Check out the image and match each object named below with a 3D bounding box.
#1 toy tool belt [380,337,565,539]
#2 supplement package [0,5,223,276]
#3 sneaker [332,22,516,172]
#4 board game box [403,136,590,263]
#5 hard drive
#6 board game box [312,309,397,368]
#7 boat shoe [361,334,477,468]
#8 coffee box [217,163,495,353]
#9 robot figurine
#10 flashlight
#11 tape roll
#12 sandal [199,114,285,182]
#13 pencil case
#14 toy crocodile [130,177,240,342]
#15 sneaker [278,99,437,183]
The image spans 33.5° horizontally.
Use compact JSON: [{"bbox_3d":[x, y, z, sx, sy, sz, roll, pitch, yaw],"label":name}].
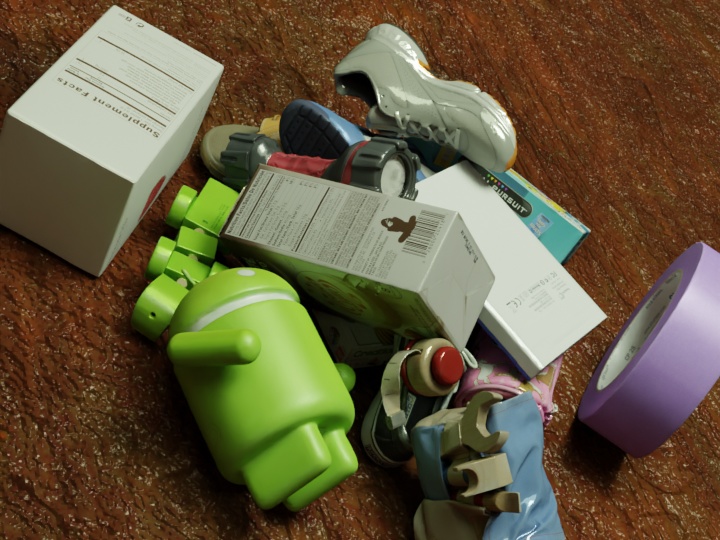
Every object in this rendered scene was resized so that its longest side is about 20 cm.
[{"bbox_3d":[0.105,0.146,0.934,0.124,0.122,0.201,-17,94,-42],"label":"toy tool belt"},{"bbox_3d":[-0.223,-0.117,1.049,0.119,0.122,0.200,29,41,-4],"label":"supplement package"},{"bbox_3d":[0.056,-0.146,1.139,0.200,0.076,0.092,39,61,19],"label":"sneaker"},{"bbox_3d":[0.146,-0.085,1.248,0.200,0.047,0.151,40,10,9],"label":"board game box"},{"bbox_3d":[0.123,-0.005,1.089,0.200,0.025,0.132,49,41,11],"label":"hard drive"},{"bbox_3d":[0.000,0.000,1.137,0.126,0.035,0.201,-4,52,-34],"label":"board game box"},{"bbox_3d":[0.060,0.075,1.037,0.073,0.068,0.200,38,53,-13],"label":"boat shoe"},{"bbox_3d":[-0.003,-0.011,1.004,0.199,0.114,0.080,15,68,31],"label":"coffee box"},{"bbox_3d":[-0.079,0.085,0.937,0.175,0.115,0.201,22,35,-58],"label":"robot figurine"},{"bbox_3d":[-0.042,-0.093,1.073,0.199,0.068,0.068,13,-15,38],"label":"flashlight"},{"bbox_3d":[0.284,0.074,1.112,0.065,0.201,0.200,33,40,4],"label":"tape roll"},{"bbox_3d":[-0.068,-0.124,1.203,0.199,0.054,0.081,1,49,-30],"label":"sandal"},{"bbox_3d":[0.151,0.075,1.120,0.086,0.083,0.200,39,39,-10],"label":"pencil case"},{"bbox_3d":[-0.147,-0.015,1.050,0.067,0.062,0.201,25,37,-9],"label":"toy crocodile"},{"bbox_3d":[0.009,-0.099,1.162,0.200,0.074,0.082,38,40,-7],"label":"sneaker"}]
